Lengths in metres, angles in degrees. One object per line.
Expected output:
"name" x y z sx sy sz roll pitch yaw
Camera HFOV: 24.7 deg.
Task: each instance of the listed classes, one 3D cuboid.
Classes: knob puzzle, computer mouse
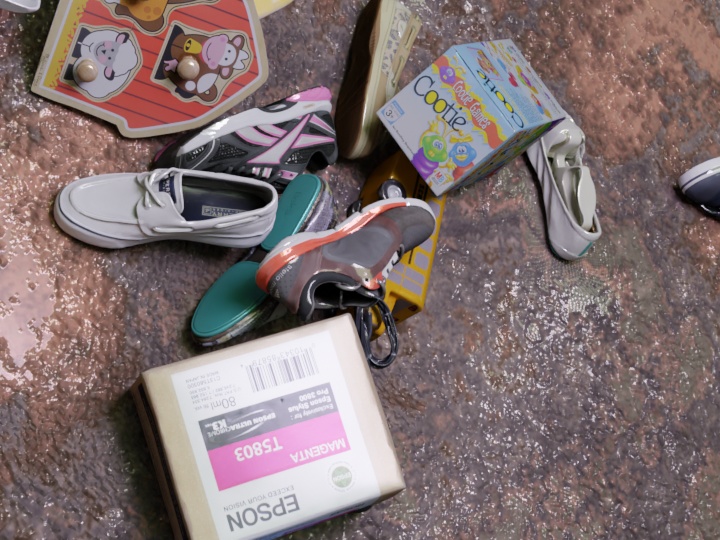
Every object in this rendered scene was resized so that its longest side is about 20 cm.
"knob puzzle" -0.174 -0.203 1.465 0.218 0.221 0.031 27 19 -21
"computer mouse" 0.002 0.121 1.511 0.058 0.034 0.202 7 87 -17

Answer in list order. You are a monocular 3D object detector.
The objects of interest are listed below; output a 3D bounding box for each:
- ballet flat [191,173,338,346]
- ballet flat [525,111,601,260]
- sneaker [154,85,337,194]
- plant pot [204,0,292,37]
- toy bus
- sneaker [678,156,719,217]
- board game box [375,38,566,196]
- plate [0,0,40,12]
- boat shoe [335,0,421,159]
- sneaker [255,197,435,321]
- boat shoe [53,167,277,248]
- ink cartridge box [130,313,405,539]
"ballet flat" -0.079 0.004 1.512 0.072 0.072 0.201 40 67 -13
"ballet flat" 0.219 -0.112 1.758 0.069 0.069 0.202 -1 72 -33
"sneaker" -0.094 -0.110 1.547 0.199 0.080 0.087 -22 95 -31
"plant pot" -0.156 -0.314 1.527 0.200 0.200 0.190 -34 107 -37
"toy bus" 0.028 -0.021 1.596 0.078 0.065 0.202 27 58 -23
"sneaker" 0.454 -0.085 1.892 0.198 0.078 0.080 -2 66 -35
"board game box" 0.113 -0.154 1.623 0.105 0.103 0.200 54 22 5
"plate" -0.374 -0.306 1.429 0.198 0.032 0.201 20 35 -25
"boat shoe" 0.023 -0.194 1.657 0.062 0.073 0.202 23 59 -20
"sneaker" 0.000 0.000 1.470 0.199 0.077 0.082 -23 62 -35
"boat shoe" -0.171 -0.064 1.457 0.198 0.065 0.074 -2 63 -16
"ink cartridge box" -0.080 0.145 1.420 0.198 0.075 0.166 -16 80 -20
